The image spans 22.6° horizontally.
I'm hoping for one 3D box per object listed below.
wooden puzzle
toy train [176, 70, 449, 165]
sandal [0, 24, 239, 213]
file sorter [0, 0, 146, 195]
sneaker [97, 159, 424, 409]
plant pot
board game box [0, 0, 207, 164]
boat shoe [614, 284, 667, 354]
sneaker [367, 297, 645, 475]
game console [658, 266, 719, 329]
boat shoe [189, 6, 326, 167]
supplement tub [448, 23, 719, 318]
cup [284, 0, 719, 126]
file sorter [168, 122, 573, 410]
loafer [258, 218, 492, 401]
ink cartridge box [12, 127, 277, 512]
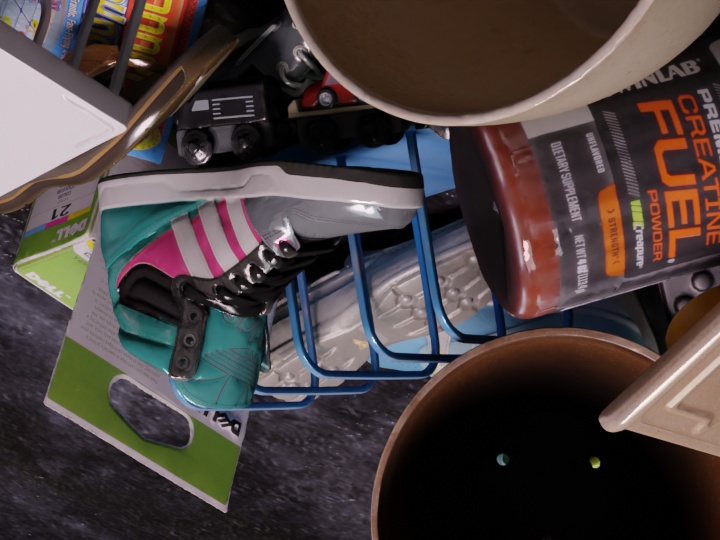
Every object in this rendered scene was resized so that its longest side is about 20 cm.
[{"bbox_3d":[0.220,0.016,0.804,0.199,0.046,0.185,14,129,-43],"label":"wooden puzzle"},{"bbox_3d":[0.000,-0.082,0.880,0.199,0.046,0.034,-4,-174,22],"label":"toy train"},{"bbox_3d":[-0.141,-0.084,0.911,0.200,0.082,0.055,-15,119,48],"label":"sandal"},{"bbox_3d":[-0.203,-0.115,0.811,0.139,0.125,0.200,32,144,-33],"label":"file sorter"},{"bbox_3d":[-0.054,0.008,0.899,0.199,0.121,0.083,-2,179,39],"label":"sneaker"},{"bbox_3d":[0.106,0.125,0.970,0.186,0.188,0.200,9,179,5],"label":"plant pot"},{"bbox_3d":[-0.174,-0.153,0.917,0.195,0.056,0.200,16,149,-6],"label":"board game box"},{"bbox_3d":[0.203,0.024,1.069,0.060,0.074,0.200,-3,138,32],"label":"boat shoe"},{"bbox_3d":[0.079,0.075,1.134,0.199,0.131,0.080,-2,148,24],"label":"sneaker"},{"bbox_3d":[0.241,-0.026,0.877,0.199,0.031,0.178,-12,107,11],"label":"game console"},{"bbox_3d":[-0.025,-0.105,0.937,0.073,0.062,0.200,32,144,-29],"label":"boat shoe"},{"bbox_3d":[0.147,-0.053,0.806,0.199,0.107,0.107,-16,149,-7],"label":"supplement tub"},{"bbox_3d":[0.082,-0.152,0.729,0.200,0.201,0.143,-14,170,36],"label":"cup"},{"bbox_3d":[0.000,0.000,0.995,0.199,0.123,0.138,-17,167,36],"label":"file sorter"},{"bbox_3d":[0.012,0.012,1.118,0.199,0.070,0.070,-28,137,24],"label":"loafer"},{"bbox_3d":[-0.129,0.026,1.055,0.076,0.201,0.148,-16,139,39],"label":"ink cartridge box"}]
